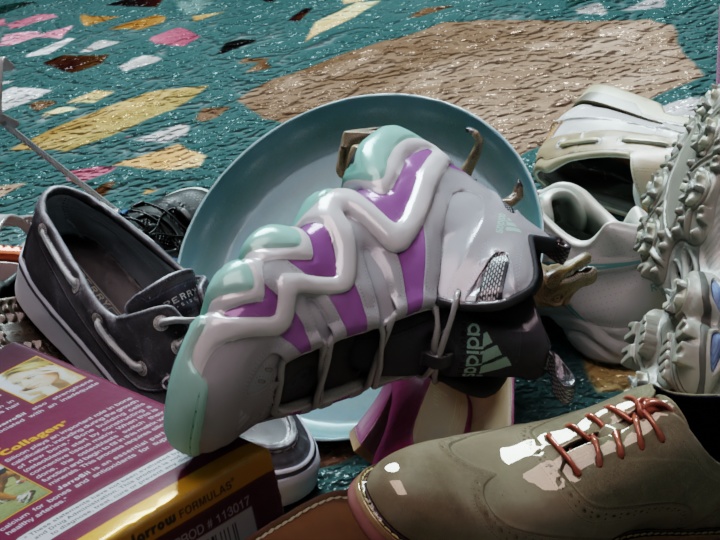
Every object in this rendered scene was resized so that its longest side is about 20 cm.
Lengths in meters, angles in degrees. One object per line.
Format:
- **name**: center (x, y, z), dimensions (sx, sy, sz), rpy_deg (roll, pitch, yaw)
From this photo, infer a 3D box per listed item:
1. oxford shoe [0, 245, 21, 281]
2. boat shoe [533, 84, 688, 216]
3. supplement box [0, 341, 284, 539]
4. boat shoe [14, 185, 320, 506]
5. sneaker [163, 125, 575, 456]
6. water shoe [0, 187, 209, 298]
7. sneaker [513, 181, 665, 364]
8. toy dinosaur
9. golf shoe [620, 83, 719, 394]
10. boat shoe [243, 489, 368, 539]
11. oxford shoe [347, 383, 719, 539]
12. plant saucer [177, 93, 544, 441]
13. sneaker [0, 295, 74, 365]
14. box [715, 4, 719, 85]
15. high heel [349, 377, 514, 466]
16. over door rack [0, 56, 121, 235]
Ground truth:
- **oxford shoe**: center (-0.245, 0.036, 1.068), dimensions (0.199, 0.071, 0.073), rpy_deg (-8, 56, -12)
- **boat shoe**: center (0.185, -0.049, 1.049), dimensions (0.068, 0.075, 0.200), rpy_deg (-45, 37, -21)
- **supplement box**: center (-0.133, 0.110, 0.790), dimensions (0.110, 0.086, 0.200), rpy_deg (-27, 28, -34)
- **boat shoe**: center (-0.092, 0.031, 0.884), dimensions (0.072, 0.068, 0.200), rpy_deg (-24, 55, -39)
- **sneaker**: center (0.021, 0.027, 0.753), dimensions (0.139, 0.078, 0.200), rpy_deg (29, 51, 16)
- **water shoe**: center (-0.135, 0.001, 1.034), dimensions (0.071, 0.079, 0.200), rpy_deg (39, 50, 12)
- **sneaker**: center (0.094, -0.012, 0.982), dimensions (0.070, 0.081, 0.200), rpy_deg (-30, 28, -34)
- **toy dinosaur**: center (0.011, -0.015, 0.882), dimensions (0.199, 0.102, 0.058), rpy_deg (-1, 14, 17)
- **golf shoe**: center (0.181, -0.001, 0.858), dimensions (0.097, 0.078, 0.201), rpy_deg (20, 58, -10)
- **boat shoe**: center (-0.048, 0.145, 0.657), dimensions (0.076, 0.074, 0.200), rpy_deg (39, 48, 10)
- **oxford shoe**: center (0.086, 0.072, 0.704), dimensions (0.199, 0.075, 0.071), rpy_deg (-2, 43, -36)
- **plant saucer**: center (0.000, 0.000, 0.945), dimensions (0.199, 0.027, 0.201), rpy_deg (-9, 59, 15)
- **sneaker**: center (-0.153, 0.053, 0.955), dimensions (0.199, 0.076, 0.071), rpy_deg (0, 46, -34)
- **box**: center (0.292, -0.058, 0.895), dimensions (0.175, 0.097, 0.200), rpy_deg (-14, 43, -7)
- **high heel**: center (0.051, 0.071, 0.785), dimensions (0.096, 0.067, 0.200), rpy_deg (-52, 13, 5)
- **over door rack**: center (-0.240, -0.044, 1.100), dimensions (0.147, 0.200, 0.067), rpy_deg (-3, 61, 17)
